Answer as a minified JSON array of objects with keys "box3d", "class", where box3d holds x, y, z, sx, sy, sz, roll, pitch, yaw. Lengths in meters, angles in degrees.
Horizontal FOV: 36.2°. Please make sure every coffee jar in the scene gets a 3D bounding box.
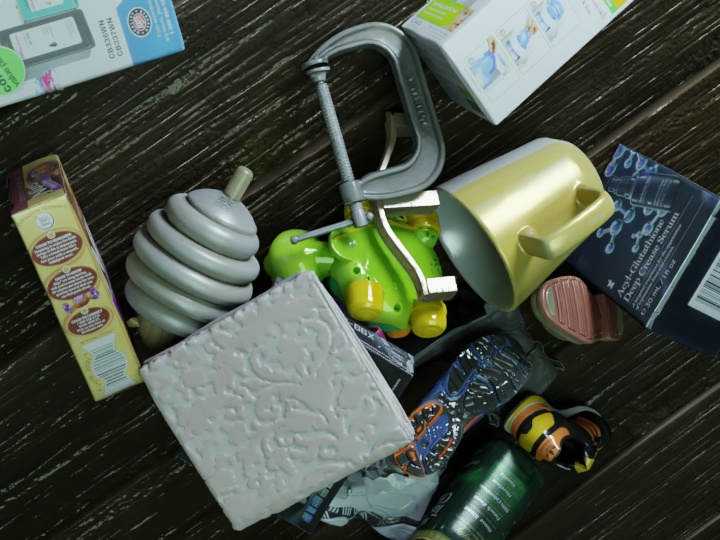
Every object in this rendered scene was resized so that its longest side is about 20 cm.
[{"box3d":[0.121,0.293,1.264,0.085,0.104,0.200,42,60,1],"class":"coffee jar"}]

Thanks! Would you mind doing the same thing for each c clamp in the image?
[{"box3d":[-0.003,-0.140,1.073,0.168,0.027,0.203,-10,85,-10],"class":"c clamp"}]

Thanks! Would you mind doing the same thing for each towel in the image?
[{"box3d":[-0.078,0.122,1.017,0.198,0.032,0.193,-28,102,11],"class":"towel"}]

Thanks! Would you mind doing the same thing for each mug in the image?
[{"box3d":[0.183,-0.051,1.148,0.152,0.187,0.150,-33,139,-14],"class":"mug"}]

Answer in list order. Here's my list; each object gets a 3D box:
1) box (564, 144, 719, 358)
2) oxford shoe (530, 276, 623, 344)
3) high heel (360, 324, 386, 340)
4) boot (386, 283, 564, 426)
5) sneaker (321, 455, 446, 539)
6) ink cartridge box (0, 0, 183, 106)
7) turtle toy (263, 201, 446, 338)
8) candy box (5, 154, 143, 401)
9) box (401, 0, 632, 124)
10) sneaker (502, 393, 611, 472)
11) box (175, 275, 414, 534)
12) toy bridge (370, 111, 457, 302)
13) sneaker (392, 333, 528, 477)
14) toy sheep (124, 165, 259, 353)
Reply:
[{"box3d":[0.331,-0.026,1.193,0.106,0.200,0.150,22,103,-26],"class":"box"},{"box3d":[0.227,0.053,1.222,0.199,0.073,0.072,20,64,-54],"class":"oxford shoe"},{"box3d":[-0.067,0.071,1.114,0.197,0.068,0.097,18,136,15],"class":"high heel"},{"box3d":[0.131,0.112,1.255,0.198,0.069,0.176,-30,121,-6],"class":"boot"},{"box3d":[0.011,0.232,1.260,0.198,0.075,0.116,24,102,-33],"class":"sneaker"},{"box3d":[-0.268,-0.234,0.899,0.197,0.146,0.149,-20,118,-11],"class":"ink cartridge box"},{"box3d":[0.000,0.000,1.128,0.197,0.148,0.101,15,146,-25],"class":"turtle toy"},{"box3d":[-0.266,0.006,1.030,0.056,0.117,0.202,-23,119,-9],"class":"candy box"},{"box3d":[0.158,-0.257,1.078,0.200,0.113,0.102,-41,119,0],"class":"box"},{"box3d":[0.250,0.208,1.303,0.199,0.090,0.070,20,114,-47],"class":"sneaker"},{"box3d":[-0.063,0.130,1.062,0.156,0.050,0.201,31,107,-6],"class":"box"},{"box3d":[0.045,-0.067,1.101,0.066,0.027,0.203,-5,72,-17],"class":"toy bridge"},{"box3d":[0.101,0.141,1.185,0.199,0.078,0.076,-39,88,-20],"class":"sneaker"},{"box3d":[-0.156,-0.010,1.049,0.136,0.138,0.202,20,102,-26],"class":"toy sheep"}]
